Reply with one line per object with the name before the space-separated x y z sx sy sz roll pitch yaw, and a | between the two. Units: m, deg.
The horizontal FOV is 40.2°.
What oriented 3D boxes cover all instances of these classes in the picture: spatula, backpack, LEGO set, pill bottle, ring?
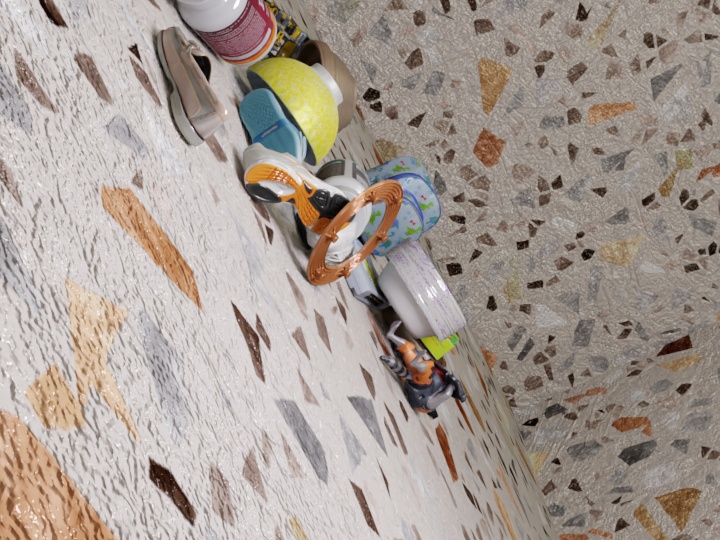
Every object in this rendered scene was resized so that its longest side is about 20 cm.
spatula | -0.096 -0.103 1.614 0.201 0.020 0.057 -99 171 -45
backpack | 0.073 -0.136 2.158 0.184 0.199 0.148 59 10 -36
LEGO set | -0.186 -0.443 1.895 0.153 0.116 0.200 35 2 6
pill bottle | -0.208 -0.398 1.489 0.114 0.112 0.200 67 9 15
ring | -0.003 -0.052 1.478 0.019 0.201 0.200 43 1 19
pill bottle | -0.036 -0.122 1.744 0.114 0.112 0.200 62 9 -17

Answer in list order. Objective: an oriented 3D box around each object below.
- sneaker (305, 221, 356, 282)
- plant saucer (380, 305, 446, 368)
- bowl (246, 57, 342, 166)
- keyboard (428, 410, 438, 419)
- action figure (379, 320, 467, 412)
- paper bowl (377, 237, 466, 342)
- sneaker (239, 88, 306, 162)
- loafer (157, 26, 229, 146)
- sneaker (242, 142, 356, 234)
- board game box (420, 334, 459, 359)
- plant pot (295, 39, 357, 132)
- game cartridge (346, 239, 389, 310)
sneaker | -0.040 -0.031 1.554 0.200 0.077 0.101 -13 103 -81
plant saucer | 0.117 0.145 2.029 0.200 0.032 0.200 48 12 -13
bowl | -0.095 -0.290 1.681 0.201 0.107 0.200 51 -10 12
keyboard | 0.127 0.207 2.042 0.104 0.039 0.201 50 18 -57
action figure | 0.093 0.188 1.834 0.199 0.104 0.194 29 -29 48
paper bowl | 0.107 0.047 1.867 0.202 0.104 0.201 56 0 0
sneaker | -0.116 -0.181 1.544 0.131 0.079 0.201 50 17 -55
loafer | -0.203 -0.237 1.219 0.072 0.062 0.201 52 15 -51
sneaker | -0.087 -0.126 1.417 0.199 0.076 0.092 30 27 -38
board game box | 0.119 0.084 2.028 0.200 0.048 0.102 51 13 5
plant pot | -0.065 -0.324 1.848 0.201 0.092 0.203 -176 -90 -68
game cartridge | 0.000 0.000 1.881 0.134 0.040 0.200 63 8 15
